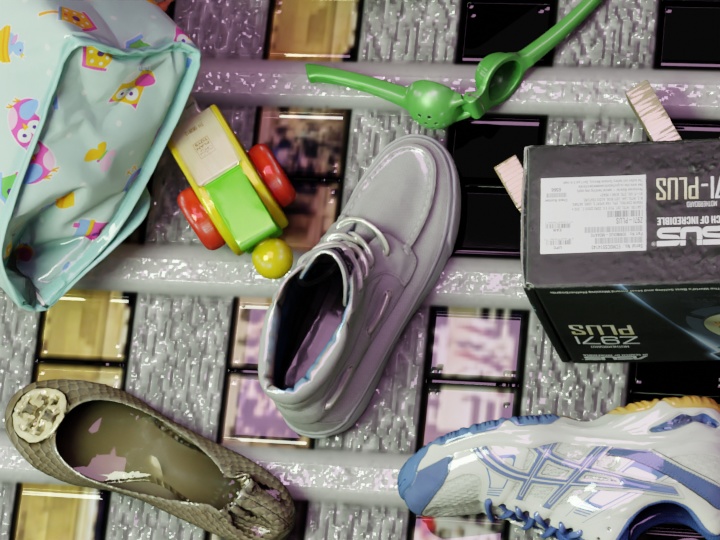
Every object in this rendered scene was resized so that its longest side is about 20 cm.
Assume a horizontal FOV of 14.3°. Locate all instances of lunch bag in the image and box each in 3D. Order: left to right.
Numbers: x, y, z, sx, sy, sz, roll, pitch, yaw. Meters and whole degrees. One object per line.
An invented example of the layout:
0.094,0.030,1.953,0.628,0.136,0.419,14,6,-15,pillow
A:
-0.205,-0.096,1.753,0.170,0.122,0.200,44,124,36,lunch bag

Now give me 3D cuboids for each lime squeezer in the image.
0.067,-0.123,1.775,0.199,0.038,0.071,-16,39,8,lime squeezer

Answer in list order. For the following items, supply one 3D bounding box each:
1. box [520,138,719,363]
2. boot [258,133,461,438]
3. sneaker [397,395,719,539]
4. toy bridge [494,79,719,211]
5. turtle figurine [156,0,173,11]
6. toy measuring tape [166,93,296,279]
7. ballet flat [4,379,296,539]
0.201,-0.010,1.636,0.199,0.164,0.086,-2,73,11,box
0.000,0.000,1.714,0.073,0.096,0.200,18,78,17,boot
0.120,0.130,1.658,0.199,0.075,0.088,-10,72,10,sneaker
0.184,-0.082,1.734,0.200,0.027,0.067,-29,72,3,toy bridge
-0.135,-0.256,1.813,0.161,0.064,0.200,36,76,7,turtle figurine
-0.094,-0.076,1.772,0.073,0.074,0.200,-32,71,2,toy measuring tape
-0.130,0.114,1.735,0.200,0.046,0.068,24,79,18,ballet flat
